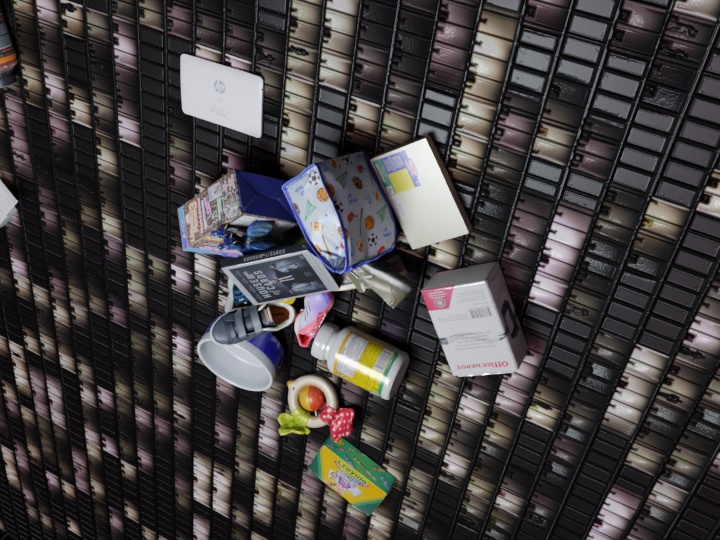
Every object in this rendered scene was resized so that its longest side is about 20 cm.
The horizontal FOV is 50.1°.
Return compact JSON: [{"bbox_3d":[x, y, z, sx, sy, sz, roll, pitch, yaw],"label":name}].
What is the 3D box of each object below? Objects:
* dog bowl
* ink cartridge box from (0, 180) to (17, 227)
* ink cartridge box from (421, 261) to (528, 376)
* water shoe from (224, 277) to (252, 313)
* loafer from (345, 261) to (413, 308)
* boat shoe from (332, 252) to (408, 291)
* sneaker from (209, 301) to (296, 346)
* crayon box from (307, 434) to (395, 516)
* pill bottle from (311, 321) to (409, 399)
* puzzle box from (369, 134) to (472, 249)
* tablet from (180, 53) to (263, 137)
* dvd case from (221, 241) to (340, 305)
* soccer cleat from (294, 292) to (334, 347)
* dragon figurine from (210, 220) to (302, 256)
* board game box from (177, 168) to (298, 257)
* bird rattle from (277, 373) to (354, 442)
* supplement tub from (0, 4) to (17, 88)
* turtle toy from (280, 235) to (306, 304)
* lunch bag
[{"bbox_3d":[-0.284,0.197,1.836,0.198,0.079,0.201,17,143,13],"label":"dog bowl"},{"bbox_3d":[-0.990,-0.230,2.043,0.173,0.044,0.201,-30,100,39],"label":"ink cartridge box"},{"bbox_3d":[0.226,0.099,1.509,0.144,0.084,0.202,-10,112,34],"label":"ink cartridge box"},{"bbox_3d":[-0.260,0.047,1.776,0.078,0.072,0.201,28,139,8],"label":"water shoe"},{"bbox_3d":[0.004,0.010,1.513,0.199,0.075,0.070,29,100,15],"label":"loafer"},{"bbox_3d":[0.000,0.000,1.592,0.198,0.072,0.066,-6,106,26],"label":"boat shoe"},{"bbox_3d":[-0.239,0.111,1.717,0.079,0.198,0.079,152,99,-73],"label":"sneaker"},{"bbox_3d":[-0.023,0.508,1.927,0.199,0.058,0.119,36,130,6],"label":"crayon box"},{"bbox_3d":[-0.003,0.191,1.682,0.198,0.113,0.114,24,128,15],"label":"pill bottle"},{"bbox_3d":[0.115,-0.146,1.461,0.132,0.025,0.201,-14,110,36],"label":"puzzle box"},{"bbox_3d":[-0.284,-0.357,1.572,0.198,0.014,0.131,20,126,18],"label":"tablet"},{"bbox_3d":[-0.158,0.009,1.544,0.198,0.025,0.151,-12,144,16],"label":"dvd case"},{"bbox_3d":[-0.100,0.102,1.675,0.066,0.077,0.200,4,156,-19],"label":"soccer cleat"},{"bbox_3d":[-0.198,-0.060,1.531,0.100,0.198,0.059,122,138,-67],"label":"dragon figurine"},{"bbox_3d":[-0.253,-0.112,1.595,0.199,0.159,0.098,-26,68,37],"label":"board game box"},{"bbox_3d":[-0.107,0.330,1.844,0.198,0.112,0.165,-8,98,30],"label":"bird rattle"},{"bbox_3d":[-0.841,-0.517,1.736,0.106,0.107,0.202,8,122,26],"label":"supplement tub"},{"bbox_3d":[-0.155,-0.008,1.647,0.199,0.102,0.145,-22,147,37],"label":"turtle toy"},{"bbox_3d":[-0.030,-0.103,1.453,0.123,0.169,0.202,-28,88,41],"label":"lunch bag"}]
